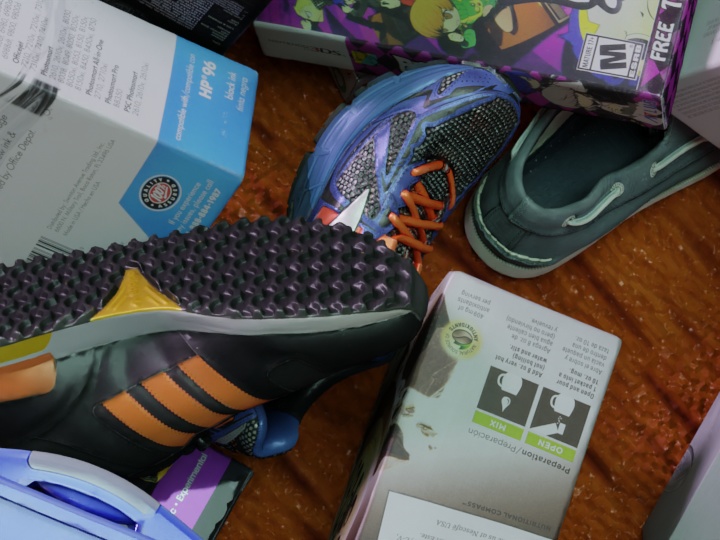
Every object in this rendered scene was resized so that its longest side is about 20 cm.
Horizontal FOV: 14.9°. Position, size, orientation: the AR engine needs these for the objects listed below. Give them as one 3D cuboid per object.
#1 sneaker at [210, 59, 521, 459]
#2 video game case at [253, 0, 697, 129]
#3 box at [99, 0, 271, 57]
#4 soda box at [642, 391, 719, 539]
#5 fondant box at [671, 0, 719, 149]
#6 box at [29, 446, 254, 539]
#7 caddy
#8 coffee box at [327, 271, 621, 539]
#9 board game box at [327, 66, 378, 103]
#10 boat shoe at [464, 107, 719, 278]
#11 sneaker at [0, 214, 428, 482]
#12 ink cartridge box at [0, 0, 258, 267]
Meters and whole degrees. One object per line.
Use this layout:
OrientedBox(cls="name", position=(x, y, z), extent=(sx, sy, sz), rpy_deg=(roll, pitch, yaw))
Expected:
OrientedBox(cls="sneaker", position=(0.000, 0.000, 1.134), extent=(0.200, 0.075, 0.078), rpy_deg=(-50, 49, 4))
OrientedBox(cls="video game case", position=(0.066, -0.170, 1.183), extent=(0.180, 0.036, 0.201), rpy_deg=(12, 71, 14))
OrientedBox(cls="box", position=(-0.127, -0.166, 1.125), extent=(0.199, 0.164, 0.087), rpy_deg=(28, 66, -11))
OrientedBox(cls="soda box", position=(0.187, 0.052, 1.133), extent=(0.063, 0.068, 0.201), rpy_deg=(26, 109, -2))
OrientedBox(cls="fondant box", position=(0.240, -0.059, 1.162), extent=(0.199, 0.144, 0.059), rpy_deg=(35, 66, -20))
OrientedBox(cls="box", position=(-0.164, 0.094, 1.124), extent=(0.199, 0.036, 0.143), rpy_deg=(31, 69, -2))
OrientedBox(cls="caddy", position=(-0.117, 0.122, 1.028), extent=(0.199, 0.141, 0.106), rpy_deg=(22, 73, 1))
OrientedBox(cls="coffee box", position=(0.028, 0.117, 1.113), extent=(0.079, 0.113, 0.201), rpy_deg=(21, 70, -4))
OrientedBox(cls="board game box", position=(0.009, -0.189, 1.243), extent=(0.126, 0.035, 0.201), rpy_deg=(-22, 79, -16))
OrientedBox(cls="boat shoe", position=(0.130, -0.072, 1.217), extent=(0.200, 0.062, 0.073), rpy_deg=(-39, 80, -20))
OrientedBox(cls="sneaker", position=(-0.069, 0.038, 1.084), extent=(0.198, 0.091, 0.070), rpy_deg=(-7, 33, 5))
OrientedBox(cls="ink cartridge box", position=(-0.155, -0.063, 1.103), extent=(0.199, 0.116, 0.068), rpy_deg=(24, 42, -17))
